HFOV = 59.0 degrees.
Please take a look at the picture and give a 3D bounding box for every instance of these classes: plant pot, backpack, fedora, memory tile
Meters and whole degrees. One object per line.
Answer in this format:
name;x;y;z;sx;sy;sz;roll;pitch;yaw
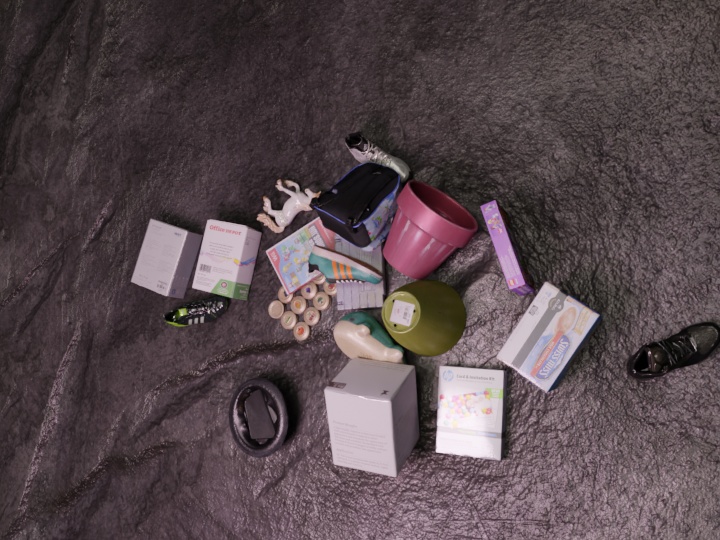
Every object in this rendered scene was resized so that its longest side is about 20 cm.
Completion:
plant pot;0.151;-0.085;1.516;0.200;0.199;0.180;43;116;24
backpack;0.011;-0.161;1.587;0.182;0.147;0.200;30;68;36
fedora;-0.251;0.384;1.674;0.199;0.091;0.203;-4;81;24
memory tile;-0.152;0.073;1.717;0.153;0.017;0.201;38;99;25
plant pot;0.130;0.103;1.480;0.186;0.200;0.189;-4;80;24

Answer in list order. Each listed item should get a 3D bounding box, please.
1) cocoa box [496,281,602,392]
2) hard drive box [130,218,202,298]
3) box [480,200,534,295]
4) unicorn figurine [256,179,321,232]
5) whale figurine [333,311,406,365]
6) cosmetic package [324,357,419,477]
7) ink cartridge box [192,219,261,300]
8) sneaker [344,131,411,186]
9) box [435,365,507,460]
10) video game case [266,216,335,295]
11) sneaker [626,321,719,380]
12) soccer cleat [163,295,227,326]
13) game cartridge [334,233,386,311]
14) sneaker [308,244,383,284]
cocoa box;0.413;0.146;1.379;0.131;0.133;0.201;35;98;24
hard drive box;-0.577;-0.036;1.896;0.155;0.077;0.202;18;91;26
box;0.336;-0.048;1.443;0.039;0.137;0.202;-22;74;20
unicorn figurine;-0.189;-0.186;1.749;0.137;0.074;0.200;44;116;14
whale figurine;0.032;0.169;1.559;0.199;0.160;0.104;19;56;29
cosmetic package;0.031;0.334;1.473;0.164;0.165;0.202;5;111;24
ink cartridge box;-0.376;-0.031;1.797;0.144;0.084;0.202;11;88;26
sneaker;0.034;-0.286;1.629;0.200;0.115;0.076;36;98;24
box;0.257;0.327;1.477;0.155;0.041;0.202;1;82;25
video game case;-0.141;-0.045;1.709;0.199;0.017;0.144;-32;70;6
sneaker;0.636;0.166;1.286;0.198;0.114;0.077;-27;74;17
soccer cleat;-0.473;0.120;1.821;0.199;0.081;0.068;-18;75;21
game cartridge;0.000;0.000;1.637;0.128;0.038;0.202;-4;80;9
sneaker;-0.040;0.004;1.600;0.199;0.071;0.081;22;100;16
